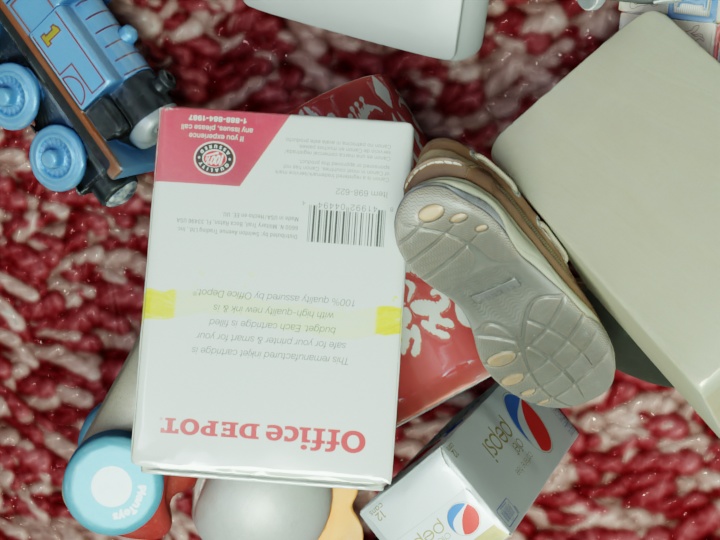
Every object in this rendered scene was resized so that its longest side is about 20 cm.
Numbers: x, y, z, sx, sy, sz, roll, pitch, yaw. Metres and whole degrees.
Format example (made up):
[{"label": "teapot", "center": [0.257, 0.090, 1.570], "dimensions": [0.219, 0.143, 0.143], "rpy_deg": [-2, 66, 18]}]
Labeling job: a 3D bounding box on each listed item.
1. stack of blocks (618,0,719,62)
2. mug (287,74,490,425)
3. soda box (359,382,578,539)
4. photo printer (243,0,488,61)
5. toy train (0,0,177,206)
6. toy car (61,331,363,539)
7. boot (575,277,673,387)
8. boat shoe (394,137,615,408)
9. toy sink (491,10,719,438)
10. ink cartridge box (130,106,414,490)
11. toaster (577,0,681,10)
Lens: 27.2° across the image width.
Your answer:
[{"label": "stack of blocks", "center": [0.222, -0.217, 0.871], "dimensions": [0.114, 0.058, 0.202], "rpy_deg": [10, 102, 20]}, {"label": "mug", "center": [0.000, -0.001, 0.952], "dimensions": [0.176, 0.133, 0.201], "rpy_deg": [-28, 84, 12]}, {"label": "soda box", "center": [0.072, 0.122, 0.905], "dimensions": [0.068, 0.200, 0.064], "rpy_deg": [-41, 85, 21]}, {"label": "photo printer", "center": [0.010, -0.244, 0.912], "dimensions": [0.165, 0.070, 0.202], "rpy_deg": [18, 124, 16]}, {"label": "toy train", "center": [-0.203, -0.144, 1.030], "dimensions": [0.114, 0.087, 0.201], "rpy_deg": [-39, 83, 24]}, {"label": "toy car", "center": [-0.078, 0.120, 0.983], "dimensions": [0.199, 0.184, 0.178], "rpy_deg": [30, 88, -8]}, {"label": "boot", "center": [0.212, 0.025, 0.918], "dimensions": [0.198, 0.076, 0.074], "rpy_deg": [7, 140, 35]}, {"label": "boat shoe", "center": [0.088, 0.002, 0.838], "dimensions": [0.075, 0.072, 0.200], "rpy_deg": [-18, 132, 23]}, {"label": "toy sink", "center": [0.188, -0.023, 0.834], "dimensions": [0.130, 0.112, 0.200], "rpy_deg": [-40, 55, 2]}, {"label": "ink cartridge box", "center": [-0.048, 0.018, 0.842], "dimensions": [0.143, 0.083, 0.202], "rpy_deg": [5, 82, 0]}, {"label": "toaster", "center": [0.162, -0.239, 0.758], "dimensions": [0.180, 0.117, 0.203], "rpy_deg": [-172, 79, -64]}]
